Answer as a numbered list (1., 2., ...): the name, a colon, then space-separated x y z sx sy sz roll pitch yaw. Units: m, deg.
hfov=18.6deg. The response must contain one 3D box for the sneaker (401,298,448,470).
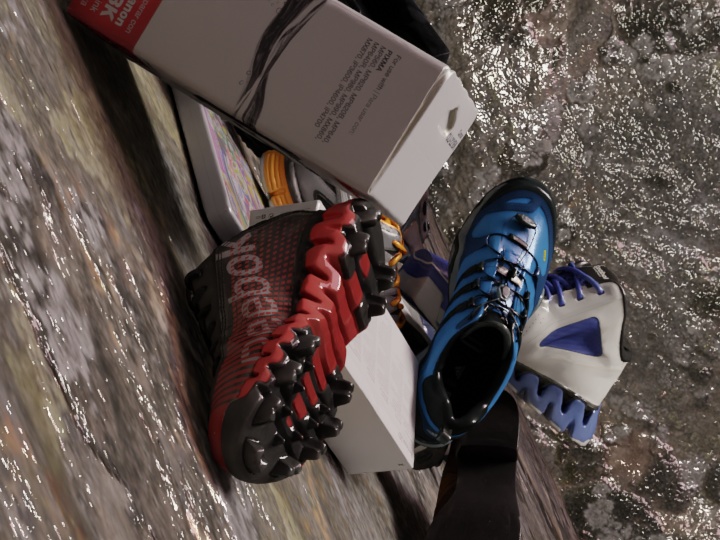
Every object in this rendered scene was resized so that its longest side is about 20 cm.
1. sneaker: 0.024 0.057 1.634 0.079 0.074 0.200 34 30 -59

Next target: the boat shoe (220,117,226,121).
1. boat shoe: -0.091 -0.136 1.480 0.200 0.071 0.069 160 -55 -82

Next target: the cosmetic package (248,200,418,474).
1. cosmetic package: -0.017 0.046 1.374 0.200 0.051 0.083 59 27 -52

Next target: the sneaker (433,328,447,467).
1. sneaker: 0.080 0.124 1.910 0.200 0.078 0.140 30 35 -80

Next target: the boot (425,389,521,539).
1. boot: 0.076 0.207 1.638 0.200 0.068 0.189 94 -1 -61

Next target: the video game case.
1. video game case: -0.067 -0.020 1.442 0.143 0.018 0.200 -109 173 -45

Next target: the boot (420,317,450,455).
1. boot: 0.018 0.052 1.730 0.200 0.073 0.090 59 7 30

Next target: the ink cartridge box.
1. ink cartridge box: -0.045 -0.115 1.224 0.200 0.084 0.144 31 0 11

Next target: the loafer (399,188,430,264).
1. loafer: 0.033 -0.045 1.751 0.072 0.063 0.200 42 2 1

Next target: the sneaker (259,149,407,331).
1. sneaker: 0.000 0.000 1.510 0.078 0.077 0.200 -100 167 -75

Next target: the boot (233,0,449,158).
1. boot: -0.020 -0.135 1.541 0.165 0.066 0.200 39 -28 17

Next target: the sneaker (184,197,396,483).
1. sneaker: -0.050 0.036 1.120 0.201 0.098 0.071 -68 152 -50

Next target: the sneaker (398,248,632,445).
1. sneaker: 0.124 0.027 1.589 0.199 0.115 0.081 38 2 -24

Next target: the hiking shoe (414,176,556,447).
1. hiking shoe: 0.092 0.029 1.485 0.074 0.200 0.087 25 -10 -16
